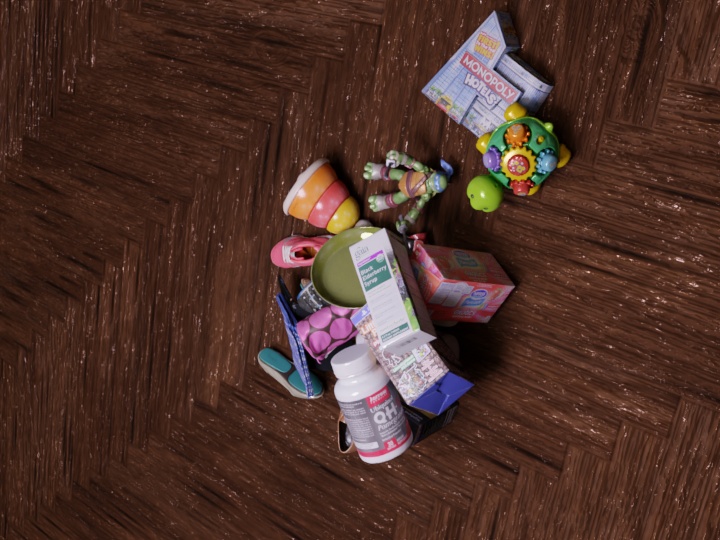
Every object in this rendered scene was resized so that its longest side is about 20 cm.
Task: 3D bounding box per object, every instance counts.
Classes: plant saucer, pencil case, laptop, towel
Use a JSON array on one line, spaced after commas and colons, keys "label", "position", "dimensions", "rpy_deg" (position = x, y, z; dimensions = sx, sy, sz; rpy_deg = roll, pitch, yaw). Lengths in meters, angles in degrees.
[{"label": "plant saucer", "position": [0.000, 0.000, 1.650], "dimensions": [0.199, 0.200, 0.031], "rpy_deg": [27, 153, 30]}, {"label": "pencil case", "position": [-0.027, 0.100, 1.672], "dimensions": [0.198, 0.091, 0.094], "rpy_deg": [-31, 92, 2]}, {"label": "laptop", "position": [-0.096, 0.116, 1.828], "dimensions": [0.200, 0.102, 0.179], "rpy_deg": [-125, 22, -55]}, {"label": "towel", "position": [-0.145, 0.164, 1.819], "dimensions": [0.145, 0.024, 0.202], "rpy_deg": [-124, 21, -56]}]

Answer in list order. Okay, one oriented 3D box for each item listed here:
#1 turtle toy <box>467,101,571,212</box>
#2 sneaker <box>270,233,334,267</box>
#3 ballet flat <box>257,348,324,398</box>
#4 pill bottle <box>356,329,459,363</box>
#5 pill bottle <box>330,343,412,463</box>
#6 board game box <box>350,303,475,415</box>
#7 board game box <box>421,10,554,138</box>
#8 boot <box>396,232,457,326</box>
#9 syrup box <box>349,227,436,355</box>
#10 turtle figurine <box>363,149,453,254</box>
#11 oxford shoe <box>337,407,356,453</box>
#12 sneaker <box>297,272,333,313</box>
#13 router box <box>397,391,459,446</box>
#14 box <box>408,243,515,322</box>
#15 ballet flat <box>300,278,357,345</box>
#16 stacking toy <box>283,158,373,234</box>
[{"label": "turtle toy", "position": [0.268, -0.186, 1.468], "dimensions": [0.145, 0.101, 0.200], "rpy_deg": [40, 123, -6]}, {"label": "sneaker", "position": [-0.137, -0.044, 1.839], "dimensions": [0.198, 0.086, 0.075], "rpy_deg": [-7, 94, 38]}, {"label": "ballet flat", "position": [-0.160, 0.251, 1.936], "dimensions": [0.199, 0.069, 0.070], "rpy_deg": [34, 117, 30]}, {"label": "pill bottle", "position": [0.093, 0.158, 1.690], "dimensions": [0.198, 0.108, 0.110], "rpy_deg": [16, 108, 34]}, {"label": "pill bottle", "position": [0.016, 0.242, 1.538], "dimensions": [0.110, 0.111, 0.202], "rpy_deg": [-9, 109, 37]}, {"label": "board game box", "position": [0.097, 0.149, 1.530], "dimensions": [0.097, 0.159, 0.201], "rpy_deg": [-40, 62, 9]}, {"label": "board game box", "position": [0.240, -0.352, 1.510], "dimensions": [0.200, 0.061, 0.201], "rpy_deg": [45, 123, 22]}, {"label": "boot", "position": [0.132, 0.010, 1.659], "dimensions": [0.199, 0.072, 0.146], "rpy_deg": [35, 116, 31]}, {"label": "syrup box", "position": [0.055, 0.037, 1.445], "dimensions": [0.078, 0.081, 0.202], "rpy_deg": [-27, 65, 19]}, {"label": "turtle figurine", "position": [0.063, -0.156, 1.613], "dimensions": [0.144, 0.201, 0.193], "rpy_deg": [48, 158, -27]}, {"label": "oxford shoe", "position": [-0.009, 0.262, 1.616], "dimensions": [0.071, 0.071, 0.203], "rpy_deg": [13, 105, 36]}, {"label": "sneaker", "position": [-0.054, 0.017, 1.742], "dimensions": [0.090, 0.199, 0.079], "rpy_deg": [14, 136, 58]}, {"label": "router box", "position": [0.077, 0.260, 1.692], "dimensions": [0.199, 0.156, 0.053], "rpy_deg": [30, 116, 28]}, {"label": "box", "position": [0.174, 0.025, 1.536], "dimensions": [0.103, 0.198, 0.095], "rpy_deg": [-56, 47, 30]}, {"label": "ballet flat", "position": [-0.049, 0.078, 1.815], "dimensions": [0.200, 0.070, 0.065], "rpy_deg": [48, 113, 10]}, {"label": "stacking toy", "position": [-0.052, -0.124, 1.756], "dimensions": [0.199, 0.146, 0.147], "rpy_deg": [40, 121, 3]}]
